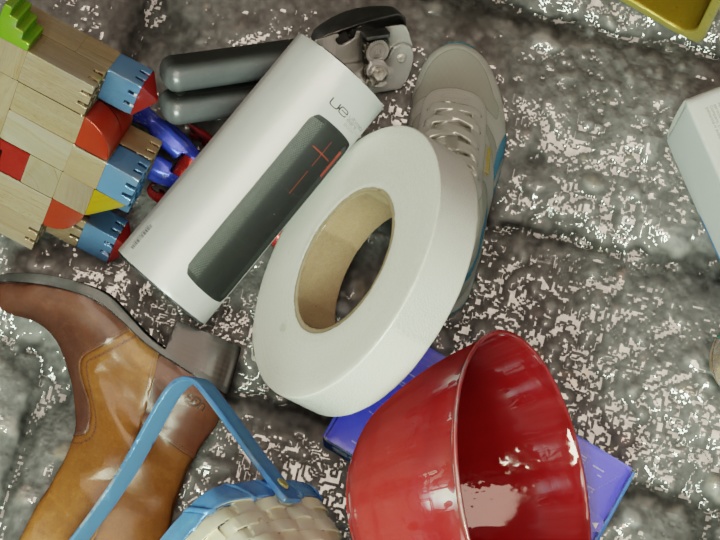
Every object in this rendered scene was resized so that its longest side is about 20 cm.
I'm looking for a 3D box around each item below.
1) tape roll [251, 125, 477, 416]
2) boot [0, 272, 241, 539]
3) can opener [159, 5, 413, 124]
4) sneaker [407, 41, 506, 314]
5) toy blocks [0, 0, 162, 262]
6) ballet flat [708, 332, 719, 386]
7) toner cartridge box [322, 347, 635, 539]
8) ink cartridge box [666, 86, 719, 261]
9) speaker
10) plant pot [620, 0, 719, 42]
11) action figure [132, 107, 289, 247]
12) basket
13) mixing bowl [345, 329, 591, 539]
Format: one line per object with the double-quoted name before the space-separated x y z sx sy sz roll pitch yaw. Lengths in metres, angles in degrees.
"tape roll" 0.000 0.000 1.184 0.037 0.202 0.204 27 74 -29
"boot" -0.199 0.115 1.232 0.187 0.068 0.202 22 84 -2
"can opener" -0.053 -0.147 1.281 0.198 0.053 0.067 -14 36 -23
"sneaker" 0.066 -0.073 1.261 0.076 0.081 0.202 4 74 2
"toy blocks" -0.203 -0.085 1.219 0.136 0.201 0.100 27 37 -2
"ballet flat" 0.328 0.107 1.223 0.199 0.067 0.068 34 78 8
"toner cartridge box" 0.081 0.131 1.227 0.199 0.043 0.095 31 79 7
"ink cartridge box" 0.342 -0.078 1.262 0.198 0.086 0.148 -20 77 -7
"speaker" -0.075 -0.065 1.216 0.081 0.081 0.200 40 87 9
"plant pot" 0.230 -0.330 1.280 0.194 0.194 0.201 31 71 7
"action figure" -0.131 -0.077 1.277 0.199 0.052 0.066 36 83 3
"basket" -0.098 0.189 1.118 0.200 0.139 0.177 43 108 36
"mixing bowl" 0.060 0.146 1.122 0.108 0.200 0.202 -12 73 28
